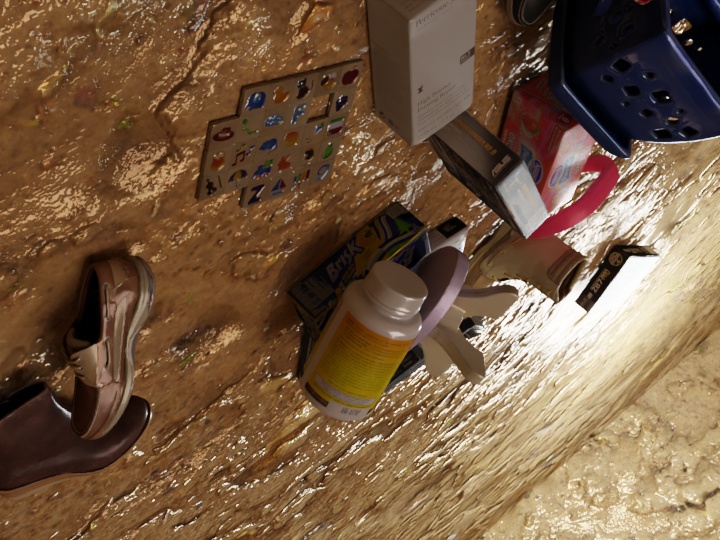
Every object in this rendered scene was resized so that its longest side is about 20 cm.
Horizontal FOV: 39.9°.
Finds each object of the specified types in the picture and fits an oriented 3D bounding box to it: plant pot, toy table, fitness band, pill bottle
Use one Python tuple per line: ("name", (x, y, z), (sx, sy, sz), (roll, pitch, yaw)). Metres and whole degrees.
("plant pot", (0.349, -0.272, 1.247), (0.180, 0.200, 0.200), (-20, 137, 39))
("toy table", (0.113, 0.066, 1.361), (0.117, 0.184, 0.200), (29, 135, -21))
("fitness band", (0.327, -0.120, 1.571), (0.143, 0.037, 0.200), (-12, -153, 47))
("pill bottle", (0.007, 0.089, 1.274), (0.109, 0.109, 0.200), (-9, 135, -51))

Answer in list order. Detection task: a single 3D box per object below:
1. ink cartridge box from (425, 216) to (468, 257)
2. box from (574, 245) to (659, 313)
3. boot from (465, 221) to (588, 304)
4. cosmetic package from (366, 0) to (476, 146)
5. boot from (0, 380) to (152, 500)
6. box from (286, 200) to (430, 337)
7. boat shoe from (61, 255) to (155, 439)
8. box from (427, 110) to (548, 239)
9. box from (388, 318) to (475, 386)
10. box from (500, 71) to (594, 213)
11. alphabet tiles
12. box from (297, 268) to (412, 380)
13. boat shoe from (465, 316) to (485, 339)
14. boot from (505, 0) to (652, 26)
("ink cartridge box", (0.111, 0.012, 1.550), (0.095, 0.037, 0.200), (-32, 148, -29))
("box", (0.584, 0.018, 2.247), (0.200, 0.049, 0.161), (-4, 130, -54))
("boot", (0.263, 0.012, 1.638), (0.200, 0.155, 0.073), (-51, 154, 11))
("cosmetic package", (0.069, -0.242, 1.088), (0.102, 0.074, 0.200), (-38, 154, -17))
("boot", (-0.323, 0.169, 1.083), (0.200, 0.072, 0.167), (-30, 152, -24))
("box", (0.000, 0.000, 1.335), (0.200, 0.064, 0.070), (-39, 153, -13))
("boat shoe", (-0.272, 0.078, 1.015), (0.072, 0.076, 0.200), (4, 104, -47))
("box", (0.156, -0.135, 1.271), (0.048, 0.158, 0.200), (-45, 153, 2))
("box", (0.069, 0.143, 1.575), (0.160, 0.044, 0.200), (-25, 166, -48))
("box", (0.266, -0.178, 1.429), (0.095, 0.103, 0.200), (-32, 154, -26))
("alphabet tiles", (-0.089, -0.140, 1.073), (0.200, 0.008, 0.167), (-23, 146, -39))
("box", (0.002, 0.083, 1.470), (0.200, 0.051, 0.158), (-30, 149, -32))
("boat shoe", (0.173, 0.094, 1.690), (0.057, 0.067, 0.200), (-48, 170, 10))
("boot", (0.270, -0.348, 1.140), (0.073, 0.151, 0.200), (18, 112, -53))
